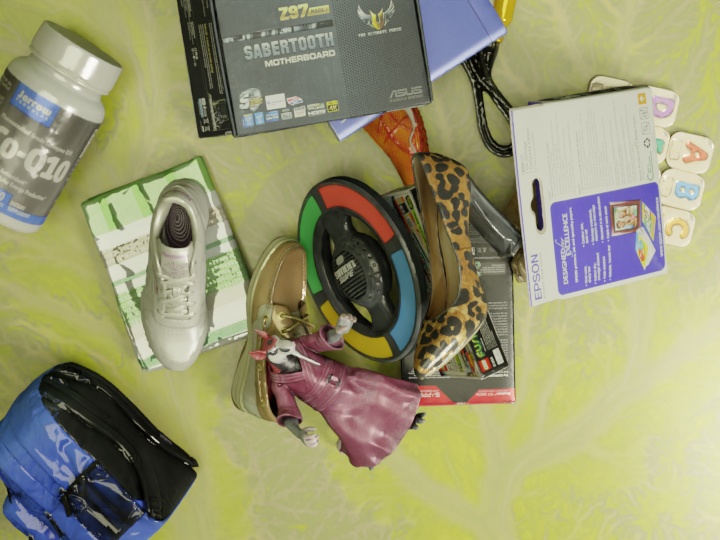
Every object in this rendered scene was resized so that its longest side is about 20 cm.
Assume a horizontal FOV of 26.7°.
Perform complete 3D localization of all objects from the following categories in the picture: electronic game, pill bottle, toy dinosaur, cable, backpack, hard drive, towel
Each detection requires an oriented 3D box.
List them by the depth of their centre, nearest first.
[{"bbox_3d":[0.028,-0.237,1.497,0.199,0.025,0.133,-33,97,-2],"label":"hard drive"},{"bbox_3d":[0.000,0.000,1.565,0.041,0.199,0.202,-23,98,-33],"label":"electronic game"},{"bbox_3d":[0.171,-0.039,1.573,0.198,0.058,0.102,-7,88,-27],"label":"toy dinosaur"},{"bbox_3d":[0.122,-0.216,1.583,0.096,0.050,0.202,-5,97,4],"label":"cable"},{"bbox_3d":[-0.338,-0.151,1.585,0.113,0.114,0.201,31,99,-2],"label":"pill bottle"},{"bbox_3d":[-0.302,0.212,1.611,0.168,0.163,0.200,-42,95,11],"label":"backpack"},{"bbox_3d":[-0.201,-0.006,1.646,0.148,0.031,0.202,-20,94,3],"label":"towel"}]

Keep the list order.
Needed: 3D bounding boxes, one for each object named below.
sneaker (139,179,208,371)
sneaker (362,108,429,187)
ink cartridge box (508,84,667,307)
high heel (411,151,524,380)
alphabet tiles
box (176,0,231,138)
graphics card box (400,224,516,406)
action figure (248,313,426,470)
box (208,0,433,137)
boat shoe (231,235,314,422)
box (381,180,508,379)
[{"bbox_3d":[-0.198,0.008,1.582,0.074,0.100,0.202,1,97,0],"label":"sneaker"},{"bbox_3d":[0.021,-0.165,1.592,0.077,0.073,0.202,-24,86,9],"label":"sneaker"},{"bbox_3d":[0.222,-0.078,1.534,0.199,0.043,0.200,-12,99,-35],"label":"ink cartridge box"},{"bbox_3d":[0.063,-0.008,1.431,0.142,0.071,0.201,43,59,-19],"label":"high heel"},{"bbox_3d":[0.269,-0.101,1.611,0.194,0.015,0.202,13,98,1],"label":"alphabet tiles"},{"bbox_3d":[-0.110,-0.245,1.561,0.159,0.043,0.202,-5,98,32],"label":"box"},{"bbox_3d":[0.103,0.041,1.621,0.124,0.051,0.202,-2,99,4],"label":"graphics card box"},{"bbox_3d":[-0.032,0.113,1.575,0.199,0.149,0.135,35,87,-17],"label":"action figure"},{"bbox_3d":[-0.039,-0.221,1.453,0.198,0.051,0.159,-9,94,-5],"label":"box"},{"bbox_3d":[-0.082,0.065,1.614,0.066,0.074,0.202,25,112,41],"label":"boat shoe"},{"bbox_3d":[0.080,0.010,1.537,0.034,0.110,0.202,-23,95,-19],"label":"box"}]
